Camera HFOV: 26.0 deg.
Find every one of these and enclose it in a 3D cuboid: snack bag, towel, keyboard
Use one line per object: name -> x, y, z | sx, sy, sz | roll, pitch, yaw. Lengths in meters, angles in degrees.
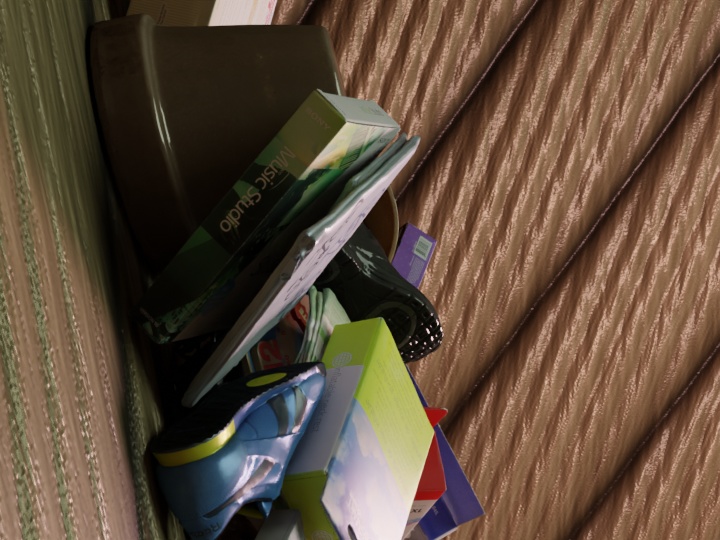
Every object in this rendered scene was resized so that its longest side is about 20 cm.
snack bag -> -0.046, -0.001, 1.104 | 0.021, 0.189, 0.200 | 40, 34, 2
towel -> -0.023, 0.130, 1.207 | 0.200, 0.023, 0.153 | -77, 148, -43
keyboard -> -0.123, 0.080, 1.183 | 0.200, 0.039, 0.105 | -46, 131, -78

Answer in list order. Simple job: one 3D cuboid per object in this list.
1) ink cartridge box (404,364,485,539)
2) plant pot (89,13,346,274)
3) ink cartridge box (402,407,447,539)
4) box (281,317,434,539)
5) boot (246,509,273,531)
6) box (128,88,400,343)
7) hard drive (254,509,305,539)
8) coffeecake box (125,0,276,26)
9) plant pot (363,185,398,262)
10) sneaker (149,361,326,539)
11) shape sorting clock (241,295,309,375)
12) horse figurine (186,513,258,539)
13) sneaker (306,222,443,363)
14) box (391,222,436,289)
ink cartridge box -> 0.011, 0.199, 1.603 | 0.200, 0.047, 0.198 | -37, -102, 50
plant pot -> -0.096, -0.114, 1.191 | 0.200, 0.174, 0.201 | -15, 90, -88
ink cartridge box -> 0.001, 0.201, 1.452 | 0.200, 0.116, 0.067 | 121, -35, -50
box -> -0.002, 0.144, 1.159 | 0.200, 0.047, 0.122 | -68, 141, -51
boot -> -0.058, 0.210, 1.194 | 0.200, 0.068, 0.131 | 76, -12, -66
box -> -0.062, -0.037, 1.082 | 0.036, 0.200, 0.144 | 42, 13, 10
hard drive -> -0.048, 0.281, 1.050 | 0.132, 0.027, 0.201 | -58, 141, -68
coffeecake box -> -0.137, -0.224, 1.373 | 0.200, 0.073, 0.154 | 68, 35, -76
plant pot -> -0.071, -0.023, 1.527 | 0.200, 0.186, 0.187 | 123, -45, -73
sneaker -> -0.075, 0.121, 1.068 | 0.200, 0.066, 0.079 | -37, 112, -61
shape sorting clock -> -0.037, 0.067, 1.277 | 0.200, 0.039, 0.201 | 31, 49, -44
horse figurine -> -0.074, 0.250, 1.110 | 0.133, 0.050, 0.201 | -70, 150, -73
sneaker -> 0.000, 0.000, 1.286 | 0.200, 0.076, 0.091 | 45, 26, -32
box -> -0.005, 0.062, 1.506 | 0.137, 0.039, 0.200 | -39, -157, 52
